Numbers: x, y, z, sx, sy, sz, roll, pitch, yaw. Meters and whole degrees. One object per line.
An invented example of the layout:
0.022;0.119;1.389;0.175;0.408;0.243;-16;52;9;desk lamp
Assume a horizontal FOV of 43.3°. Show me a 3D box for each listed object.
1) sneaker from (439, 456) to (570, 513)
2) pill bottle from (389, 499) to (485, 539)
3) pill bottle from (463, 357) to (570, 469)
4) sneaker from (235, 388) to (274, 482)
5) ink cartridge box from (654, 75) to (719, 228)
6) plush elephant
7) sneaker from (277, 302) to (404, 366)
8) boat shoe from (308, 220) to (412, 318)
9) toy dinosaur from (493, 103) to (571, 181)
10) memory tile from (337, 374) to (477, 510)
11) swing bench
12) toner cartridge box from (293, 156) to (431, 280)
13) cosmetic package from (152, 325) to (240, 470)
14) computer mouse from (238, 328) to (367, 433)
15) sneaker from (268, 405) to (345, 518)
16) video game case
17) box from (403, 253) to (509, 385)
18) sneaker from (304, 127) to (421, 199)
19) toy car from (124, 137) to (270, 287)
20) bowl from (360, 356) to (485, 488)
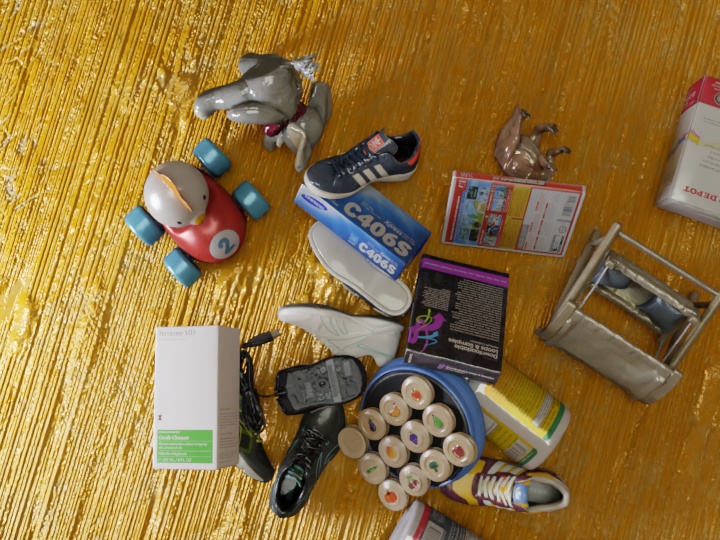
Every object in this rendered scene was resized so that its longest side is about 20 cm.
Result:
0.217;0.325;1.369;0.196;0.090;0.077;2;86;0;sneaker
0.139;0.443;1.347;0.198;0.120;0.121;31;87;2;pill bottle
0.207;0.196;1.368;0.199;0.113;0.113;37;87;3;pill bottle
-0.180;0.227;1.386;0.084;0.074;0.202;-33;87;-3;sneaker
0.559;-0.176;1.407;0.143;0.083;0.203;19;86;1;ink cartridge box
-0.121;-0.243;1.393;0.197;0.166;0.156;-3;126;31;plush elephant
-0.035;0.098;1.398;0.197;0.070;0.082;13;95;2;sneaker
0.000;0.000;1.408;0.199;0.060;0.074;38;79;10;boat shoe
0.250;-0.163;1.415;0.085;0.136;0.202;-2;58;-42;toy dinosaur
0.065;0.257;1.338;0.200;0.017;0.154;-42;81;33;memory tile
0.402;0.068;1.368;0.197;0.130;0.202;31;87;2;swing bench
0.004;-0.082;1.393;0.199;0.043;0.095;37;44;6;toner cartridge box
-0.237;0.183;1.322;0.106;0.085;0.204;-4;83;15;cosmetic package
-0.096;0.153;1.378;0.197;0.046;0.143;-18;79;-6;computer mouse
-0.078;0.286;1.380;0.074;0.079;0.203;23;85;3;sneaker
0.229;-0.084;1.382;0.196;0.144;0.018;7;49;0;video game case
0.145;0.069;1.357;0.140;0.036;0.202;14;45;1;box
0.007;-0.171;1.371;0.198;0.085;0.076;-20;64;-29;sneaker
-0.254;-0.095;1.346;0.184;0.200;0.177;-44;87;-2;toy car
0.088;0.229;1.350;0.198;0.039;0.204;9;109;28;bowl
